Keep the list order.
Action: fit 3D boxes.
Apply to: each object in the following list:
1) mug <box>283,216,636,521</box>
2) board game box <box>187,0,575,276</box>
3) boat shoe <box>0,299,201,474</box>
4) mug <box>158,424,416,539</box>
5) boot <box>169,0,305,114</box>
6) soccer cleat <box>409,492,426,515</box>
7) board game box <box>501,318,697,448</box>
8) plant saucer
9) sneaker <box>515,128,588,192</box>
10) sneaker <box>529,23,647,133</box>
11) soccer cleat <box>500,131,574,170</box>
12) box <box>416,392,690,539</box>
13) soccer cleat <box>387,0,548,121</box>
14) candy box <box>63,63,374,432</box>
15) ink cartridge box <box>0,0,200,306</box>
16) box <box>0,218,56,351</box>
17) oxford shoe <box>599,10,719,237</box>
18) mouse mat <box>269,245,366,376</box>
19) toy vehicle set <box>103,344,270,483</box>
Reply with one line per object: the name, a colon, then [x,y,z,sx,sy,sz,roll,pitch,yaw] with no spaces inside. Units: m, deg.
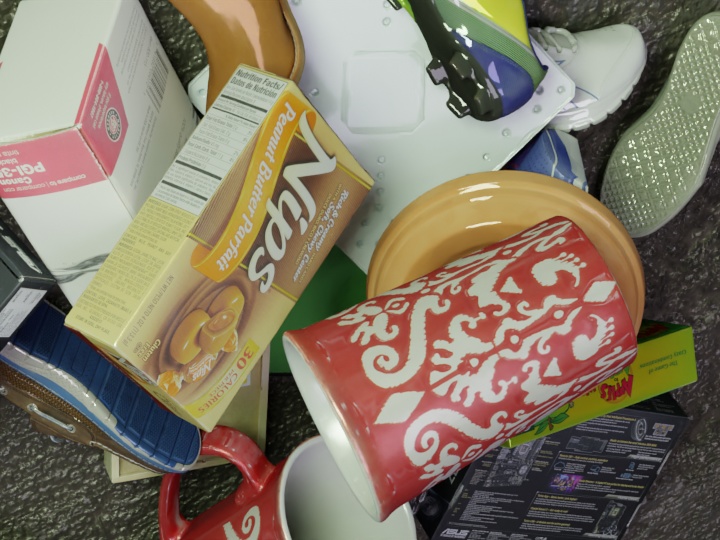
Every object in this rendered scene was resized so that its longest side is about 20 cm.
mug: [0.060,0.049,1.323,0.199,0.178,0.134,-27,116,-8]
board game box: [0.015,-0.127,1.402,0.200,0.026,0.200,-43,110,8]
boat shoe: [-0.204,0.085,1.450,0.200,0.072,0.072,40,132,-17]
mug: [-0.079,0.203,1.551,0.133,0.178,0.200,-20,171,-47]
boot: [-0.103,-0.180,1.281,0.155,0.076,0.201,12,100,-43]
soccer cleat: [0.001,0.112,1.576,0.068,0.073,0.201,-42,135,-39]
board game box: [0.158,0.084,1.586,0.199,0.101,0.048,-16,105,-34]
plant saucer: [0.102,0.025,1.420,0.198,0.038,0.201,2,122,3]
sneaker: [0.080,-0.013,1.459,0.114,0.081,0.200,17,121,-15]
sneaker: [0.117,-0.143,1.457,0.199,0.075,0.088,-20,125,-13]
soccer cleat: [0.103,-0.032,1.528,0.073,0.068,0.201,-2,127,-35]
box: [0.163,0.166,1.722,0.199,0.044,0.161,9,119,-31]
soccer cleat: [0.062,-0.197,1.348,0.084,0.065,0.201,-36,109,-27]
candy box: [-0.085,-0.014,1.266,0.201,0.055,0.115,-57,139,-14]
ink cartridge box: [-0.161,-0.064,1.313,0.082,0.147,0.201,-9,134,18]
box: [-0.313,0.025,1.306,0.200,0.161,0.049,-49,159,13]
oxford shoe: [0.250,-0.111,1.553,0.058,0.075,0.201,-26,146,-58]
mouse mat: [0.000,0.000,1.544,0.160,0.008,0.201,2,121,-28]
toy vehicle set: [-0.130,0.065,1.509,0.123,0.027,0.201,-8,126,-18]
